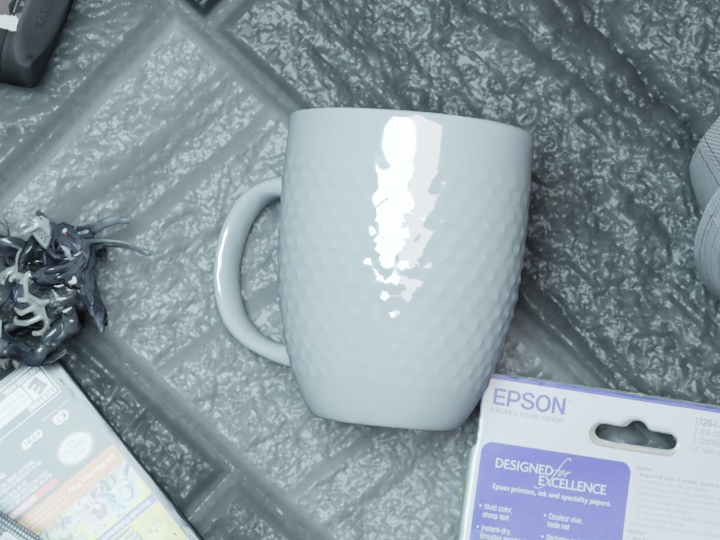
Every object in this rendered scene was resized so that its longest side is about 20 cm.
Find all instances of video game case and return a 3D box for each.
[{"bbox_3d":[-0.212,0.176,1.063,0.200,0.026,0.181,-39,86,-9],"label":"video game case"}]

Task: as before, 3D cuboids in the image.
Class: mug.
[{"bbox_3d":[0.000,0.000,1.055,0.199,0.147,0.177,4,88,27],"label":"mug"}]

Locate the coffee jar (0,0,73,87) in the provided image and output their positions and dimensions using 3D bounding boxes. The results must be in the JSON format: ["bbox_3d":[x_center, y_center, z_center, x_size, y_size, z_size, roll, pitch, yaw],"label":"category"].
[{"bbox_3d":[-0.273,-0.188,1.081,0.199,0.085,0.105,21,79,0],"label":"coffee jar"}]

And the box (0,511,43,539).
[{"bbox_3d":[-0.188,0.243,0.992,0.199,0.044,0.161,31,71,11],"label":"box"}]

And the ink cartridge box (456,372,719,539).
[{"bbox_3d":[0.155,0.176,1.078,0.196,0.047,0.202,9,80,-1],"label":"ink cartridge box"}]

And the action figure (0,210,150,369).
[{"bbox_3d":[-0.226,0.017,1.043,0.199,0.102,0.119,-35,54,-4],"label":"action figure"}]

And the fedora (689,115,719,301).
[{"bbox_3d":[0.280,-0.058,1.082,0.199,0.178,0.091,-4,47,-24],"label":"fedora"}]
